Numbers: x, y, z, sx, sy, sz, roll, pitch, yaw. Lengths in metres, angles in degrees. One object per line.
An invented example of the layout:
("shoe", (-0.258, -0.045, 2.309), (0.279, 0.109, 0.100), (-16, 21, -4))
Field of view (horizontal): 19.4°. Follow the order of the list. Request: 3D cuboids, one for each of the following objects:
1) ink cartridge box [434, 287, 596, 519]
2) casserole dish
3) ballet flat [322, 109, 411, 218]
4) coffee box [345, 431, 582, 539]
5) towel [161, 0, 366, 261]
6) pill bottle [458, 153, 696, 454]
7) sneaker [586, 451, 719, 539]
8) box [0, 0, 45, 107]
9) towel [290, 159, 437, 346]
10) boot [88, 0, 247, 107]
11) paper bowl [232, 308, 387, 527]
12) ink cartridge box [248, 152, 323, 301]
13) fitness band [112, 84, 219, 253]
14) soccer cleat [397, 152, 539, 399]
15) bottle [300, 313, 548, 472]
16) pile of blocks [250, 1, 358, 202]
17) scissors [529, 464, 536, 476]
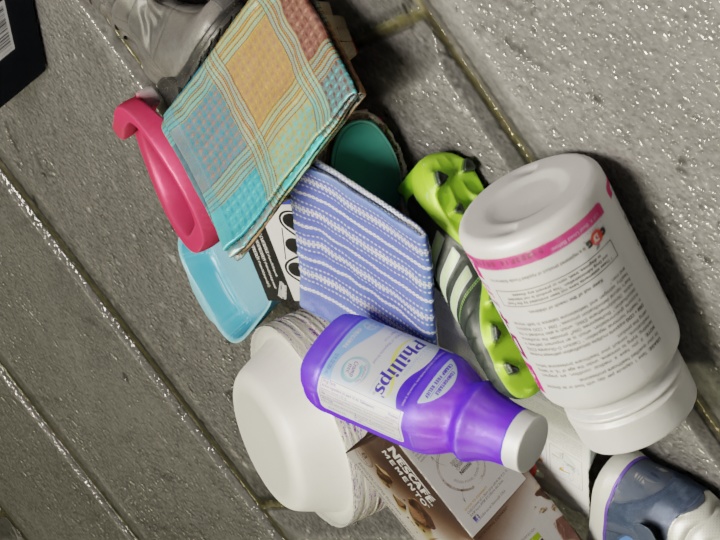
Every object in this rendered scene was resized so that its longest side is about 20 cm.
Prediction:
("ink cartridge box", (0.138, 0.091, 1.712), (0.162, 0.050, 0.201), (31, 149, 31))
("casserole dish", (-0.113, -0.008, 1.949), (0.122, 0.039, 0.200), (60, 154, 9))
("ballet flat", (0.012, -0.049, 1.701), (0.064, 0.075, 0.201), (-110, 2, -59))
("coffee box", (0.091, 0.194, 1.738), (0.200, 0.080, 0.113), (52, 157, -1))
("towel", (-0.079, -0.125, 1.621), (0.200, 0.022, 0.147), (-50, 57, 38))
("pill bottle", (0.161, 0.027, 1.518), (0.113, 0.113, 0.201), (6, 132, 53))
("sneaker", (0.258, 0.247, 1.709), (0.146, 0.080, 0.201), (34, 145, 35))
("box", (-0.415, -0.267, 1.981), (0.196, 0.124, 0.200), (34, 151, 23))
("towel", (0.000, 0.000, 1.672), (0.144, 0.024, 0.200), (33, 152, 25))
("boot", (-0.168, -0.215, 1.737), (0.132, 0.070, 0.200), (50, 155, -2))
("paper bowl", (-0.046, 0.140, 1.940), (0.201, 0.104, 0.201), (52, 156, 36))
("ink cartridge box", (-0.061, -0.061, 1.778), (0.093, 0.044, 0.201), (0, 131, 24))
("fitness band", (-0.163, -0.086, 1.843), (0.144, 0.037, 0.200), (57, 169, 1))
("soccer cleat", (0.088, 0.006, 1.621), (0.081, 0.067, 0.201), (-33, 77, 61))
("bottle", (0.051, 0.100, 1.643), (0.199, 0.084, 0.065), (22, 147, 30))
("pile of blocks", (-0.057, -0.131, 1.658), (0.082, 0.062, 0.201), (53, 128, 33))
("scissors", (0.120, 0.190, 1.803), (0.073, 0.014, 0.200), (34, 153, 24))
